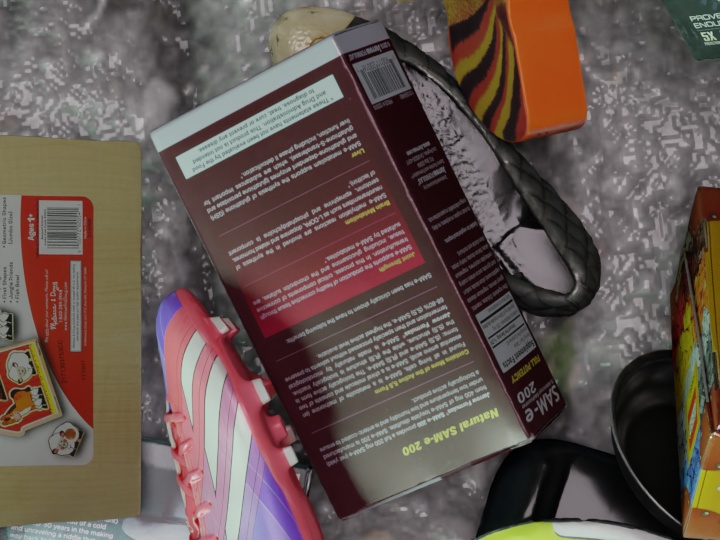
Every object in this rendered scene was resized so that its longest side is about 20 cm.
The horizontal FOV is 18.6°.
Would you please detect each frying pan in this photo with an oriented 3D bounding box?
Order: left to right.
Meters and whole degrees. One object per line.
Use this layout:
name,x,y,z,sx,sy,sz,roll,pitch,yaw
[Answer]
frying pan,0.196,0.101,1.024,0.190,0.115,0.031,23,132,-13

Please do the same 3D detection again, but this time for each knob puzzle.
knob puzzle,-0.201,0.028,1.013,0.219,0.030,0.221,1,87,-16

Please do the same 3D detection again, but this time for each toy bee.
toy bee,0.064,-0.165,1.030,0.131,0.109,0.201,11,95,-32

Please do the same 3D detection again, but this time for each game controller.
game controller,0.151,0.151,1.042,0.199,0.042,0.105,17,74,1

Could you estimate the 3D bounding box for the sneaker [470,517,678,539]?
sneaker,0.136,0.164,0.980,0.199,0.074,0.081,17,77,3

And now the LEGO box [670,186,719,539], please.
LEGO box,0.245,0.046,0.983,0.199,0.077,0.149,4,47,0

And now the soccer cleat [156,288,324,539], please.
soccer cleat,-0.057,0.107,1.010,0.076,0.067,0.200,-27,88,2

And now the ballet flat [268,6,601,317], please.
ballet flat,0.038,-0.056,1.036,0.200,0.057,0.067,41,88,2

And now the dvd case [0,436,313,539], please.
dvd case,-0.109,0.180,1.046,0.145,0.022,0.201,9,89,1

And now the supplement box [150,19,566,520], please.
supplement box,0.000,0.000,1.007,0.109,0.061,0.201,-25,92,26

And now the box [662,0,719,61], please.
box,0.227,-0.195,0.946,0.163,0.086,0.200,-2,48,37
